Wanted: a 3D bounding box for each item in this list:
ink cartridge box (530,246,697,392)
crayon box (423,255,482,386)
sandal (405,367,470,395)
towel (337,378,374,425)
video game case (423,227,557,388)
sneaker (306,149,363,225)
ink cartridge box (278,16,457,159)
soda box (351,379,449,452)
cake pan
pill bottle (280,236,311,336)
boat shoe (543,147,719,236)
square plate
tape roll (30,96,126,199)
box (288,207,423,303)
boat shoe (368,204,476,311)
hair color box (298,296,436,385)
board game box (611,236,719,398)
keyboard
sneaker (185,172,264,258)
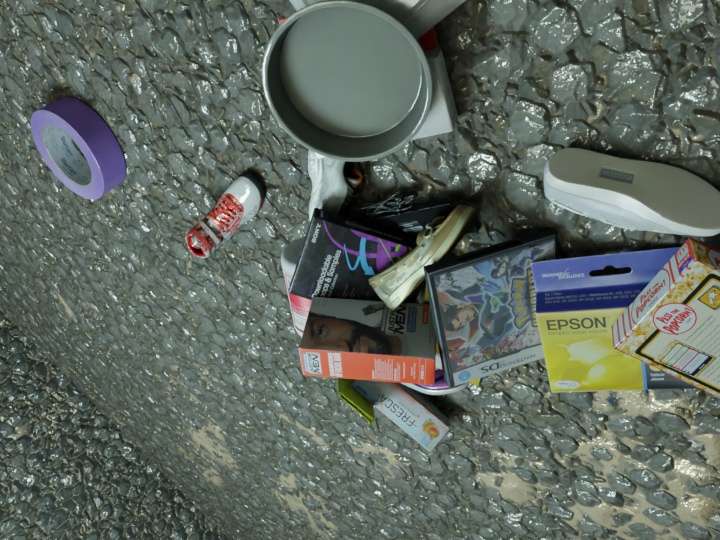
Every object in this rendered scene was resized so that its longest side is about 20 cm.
[{"bbox_3d":[0.334,0.073,0.757,0.195,0.047,0.202,-6,124,26],"label":"ink cartridge box"},{"bbox_3d":[0.159,0.082,0.923,0.117,0.058,0.202,22,137,20],"label":"crayon box"},{"bbox_3d":[0.104,0.169,1.025,0.200,0.083,0.050,4,133,37],"label":"sandal"},{"bbox_3d":[-0.015,0.232,1.125,0.086,0.018,0.200,40,-176,-8],"label":"towel"},{"bbox_3d":[0.190,0.058,0.808,0.178,0.026,0.203,-16,120,-2],"label":"video game case"},{"bbox_3d":[-0.035,-0.117,0.889,0.078,0.074,0.202,17,135,18],"label":"sneaker"},{"bbox_3d":[0.005,-0.244,0.725,0.197,0.045,0.178,-7,124,24],"label":"ink cartridge box"},{"bbox_3d":[0.078,0.253,1.120,0.199,0.068,0.064,40,99,2],"label":"soda box"},{"bbox_3d":[-0.014,-0.218,0.673,0.196,0.037,0.202,5,138,5],"label":"cake pan"},{"bbox_3d":[-0.071,0.050,1.021,0.111,0.112,0.203,13,127,29],"label":"pill bottle"},{"bbox_3d":[0.305,-0.077,0.661,0.197,0.073,0.069,15,156,18],"label":"boat shoe"},{"bbox_3d":[0.000,-0.336,0.642,0.197,0.028,0.201,-30,100,32],"label":"square plate"},{"bbox_3d":[-0.586,-0.251,1.208,0.197,0.066,0.202,21,136,21],"label":"tape roll"},{"bbox_3d":[0.000,0.000,0.902,0.197,0.036,0.145,17,119,-7],"label":"box"},{"bbox_3d":[0.083,-0.025,0.819,0.063,0.073,0.201,44,129,7],"label":"boat shoe"},{"bbox_3d":[0.016,0.103,0.874,0.196,0.112,0.065,2,131,8],"label":"hair color box"},{"bbox_3d":[0.421,0.070,0.667,0.197,0.047,0.153,25,129,1],"label":"board game box"},{"bbox_3d":[0.075,-0.085,0.870,0.198,0.040,0.104,-8,144,40],"label":"keyboard"},{"bbox_3d":[-0.250,-0.091,1.052,0.067,0.108,0.201,46,140,-8],"label":"sneaker"}]
